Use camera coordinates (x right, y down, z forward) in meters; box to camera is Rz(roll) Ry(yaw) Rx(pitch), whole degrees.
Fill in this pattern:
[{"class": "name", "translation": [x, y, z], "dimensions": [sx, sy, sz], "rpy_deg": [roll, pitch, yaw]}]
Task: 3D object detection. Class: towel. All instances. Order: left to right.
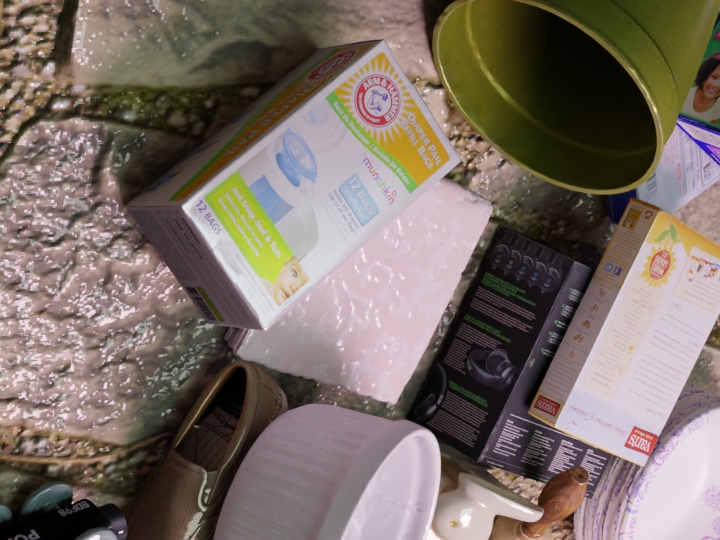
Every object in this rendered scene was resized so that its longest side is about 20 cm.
[{"class": "towel", "translation": [0.000, 0.000, 1.624], "dimensions": [0.200, 0.032, 0.191], "rpy_deg": [22, 96, -47]}]

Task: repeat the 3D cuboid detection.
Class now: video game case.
[{"class": "video game case", "translation": [0.282, -0.159, 1.803], "dimensions": [0.181, 0.045, 0.200], "rpy_deg": [-32, 130, -28]}]

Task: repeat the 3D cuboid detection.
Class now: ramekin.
[{"class": "ramekin", "translation": [-0.029, 0.195, 1.570], "dimensions": [0.200, 0.105, 0.200], "rpy_deg": [-51, 152, -40]}]

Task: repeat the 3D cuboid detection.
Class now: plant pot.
[{"class": "plant pot", "translation": [0.191, -0.197, 1.607], "dimensions": [0.193, 0.200, 0.200], "rpy_deg": [-51, 138, -28]}]

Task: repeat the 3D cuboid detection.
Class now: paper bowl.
[{"class": "paper bowl", "translation": [0.277, 0.200, 1.943], "dimensions": [0.201, 0.104, 0.201], "rpy_deg": [-21, 124, -36]}]

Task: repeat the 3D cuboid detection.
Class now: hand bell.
[{"class": "hand bell", "translation": [0.150, 0.216, 1.758], "dimensions": [0.104, 0.104, 0.200], "rpy_deg": [-31, 164, -29]}]

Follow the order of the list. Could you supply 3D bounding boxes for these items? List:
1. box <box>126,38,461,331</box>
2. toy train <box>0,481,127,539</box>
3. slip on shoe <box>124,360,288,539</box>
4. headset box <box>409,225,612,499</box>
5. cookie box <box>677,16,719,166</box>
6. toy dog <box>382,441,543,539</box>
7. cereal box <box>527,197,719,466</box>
[{"class": "box", "translation": [-0.046, -0.063, 1.470], "dimensions": [0.200, 0.101, 0.113], "rpy_deg": [-41, 109, -21]}, {"class": "toy train", "translation": [-0.255, 0.227, 1.465], "dimensions": [0.200, 0.085, 0.114], "rpy_deg": [-18, 135, -39]}, {"class": "slip on shoe", "translation": [-0.126, 0.157, 1.546], "dimensions": [0.200, 0.076, 0.061], "rpy_deg": [-53, 151, -14]}, {"class": "headset box", "translation": [0.163, 0.075, 1.775], "dimensions": [0.174, 0.093, 0.200], "rpy_deg": [21, 95, -47]}, {"class": "cookie box", "translation": [0.375, -0.177, 1.796], "dimensions": [0.171, 0.075, 0.200], "rpy_deg": [33, 85, -48]}, {"class": "toy dog", "translation": [0.031, 0.247, 1.709], "dimensions": [0.194, 0.140, 0.200], "rpy_deg": [20, 96, -36]}, {"class": "cereal box", "translation": [0.232, 0.055, 1.735], "dimensions": [0.144, 0.040, 0.200], "rpy_deg": [27, 90, -47]}]
